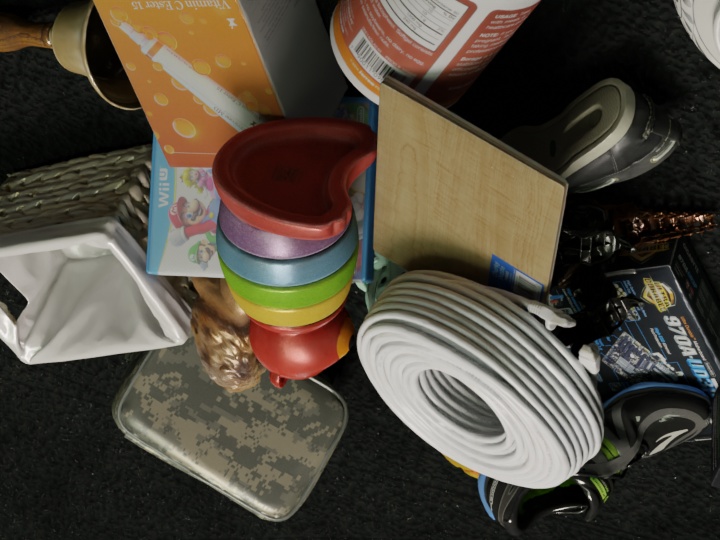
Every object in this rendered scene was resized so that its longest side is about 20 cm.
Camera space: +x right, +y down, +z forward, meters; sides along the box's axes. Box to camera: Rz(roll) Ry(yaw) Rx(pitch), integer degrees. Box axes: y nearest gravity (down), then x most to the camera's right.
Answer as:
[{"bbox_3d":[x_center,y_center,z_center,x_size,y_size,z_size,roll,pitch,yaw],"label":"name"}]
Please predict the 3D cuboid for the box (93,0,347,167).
[{"bbox_3d":[-0.107,-0.181,1.481,0.124,0.098,0.201,2,136,26],"label":"box"}]

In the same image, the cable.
[{"bbox_3d":[0.090,0.085,1.482,0.199,0.069,0.200,22,151,32],"label":"cable"}]

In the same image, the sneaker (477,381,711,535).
[{"bbox_3d":[0.192,0.155,1.591,0.199,0.083,0.071,-25,131,3],"label":"sneaker"}]

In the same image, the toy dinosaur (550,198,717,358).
[{"bbox_3d":[0.161,-0.020,1.504,0.199,0.136,0.102,-32,111,14],"label":"toy dinosaur"}]

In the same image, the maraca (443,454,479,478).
[{"bbox_3d":[0.099,0.100,1.661,0.107,0.137,0.200,-31,135,-3],"label":"maraca"}]

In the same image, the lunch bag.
[{"bbox_3d":[-0.122,0.120,1.790,0.199,0.140,0.168,30,175,-7],"label":"lunch bag"}]

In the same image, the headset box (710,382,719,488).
[{"bbox_3d":[0.373,0.086,1.486,0.173,0.093,0.201,13,135,-3],"label":"headset box"}]

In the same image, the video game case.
[{"bbox_3d":[-0.078,-0.065,1.580,0.199,0.144,0.018,2,179,27],"label":"video game case"}]

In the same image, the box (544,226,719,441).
[{"bbox_3d":[0.220,0.059,1.611,0.158,0.046,0.200,-8,130,34],"label":"box"}]

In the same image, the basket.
[{"bbox_3d":[-0.231,-0.014,1.715,0.199,0.124,0.136,-8,131,35],"label":"basket"}]

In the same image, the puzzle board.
[{"bbox_3d":[0.075,-0.040,1.415,0.150,0.017,0.200,31,151,19],"label":"puzzle board"}]

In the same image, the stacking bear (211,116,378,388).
[{"bbox_3d":[-0.048,-0.002,1.480,0.113,0.122,0.201,9,134,13],"label":"stacking bear"}]

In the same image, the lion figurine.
[{"bbox_3d":[-0.080,0.001,1.619,0.200,0.072,0.123,-48,60,36],"label":"lion figurine"}]

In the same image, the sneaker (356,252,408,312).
[{"bbox_3d":[0.000,0.000,1.608,0.199,0.119,0.074,-1,136,31],"label":"sneaker"}]

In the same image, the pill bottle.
[{"bbox_3d":[0.067,-0.202,1.352,0.112,0.112,0.200,32,140,-8],"label":"pill bottle"}]

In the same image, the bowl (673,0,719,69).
[{"bbox_3d":[0.279,-0.176,1.280,0.200,0.094,0.201,16,141,13],"label":"bowl"}]

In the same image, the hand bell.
[{"bbox_3d":[-0.247,-0.185,1.582,0.199,0.104,0.104,8,140,39],"label":"hand bell"}]

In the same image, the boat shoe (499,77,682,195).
[{"bbox_3d":[0.153,-0.077,1.481,0.067,0.072,0.200,17,154,-30],"label":"boat shoe"}]
